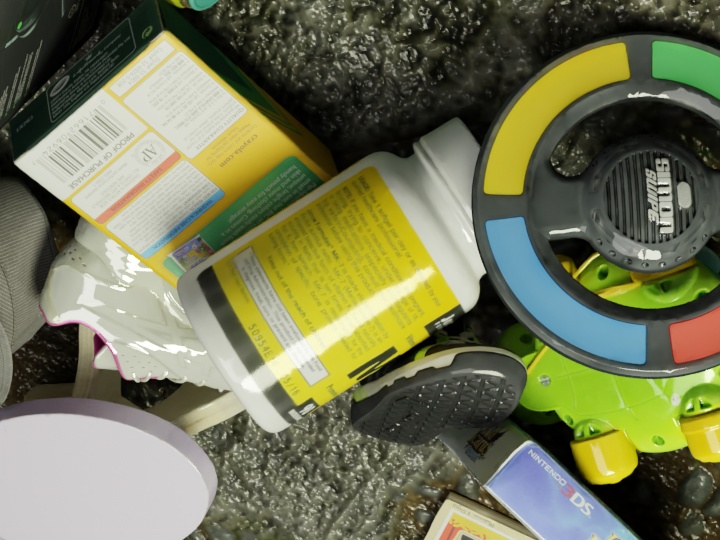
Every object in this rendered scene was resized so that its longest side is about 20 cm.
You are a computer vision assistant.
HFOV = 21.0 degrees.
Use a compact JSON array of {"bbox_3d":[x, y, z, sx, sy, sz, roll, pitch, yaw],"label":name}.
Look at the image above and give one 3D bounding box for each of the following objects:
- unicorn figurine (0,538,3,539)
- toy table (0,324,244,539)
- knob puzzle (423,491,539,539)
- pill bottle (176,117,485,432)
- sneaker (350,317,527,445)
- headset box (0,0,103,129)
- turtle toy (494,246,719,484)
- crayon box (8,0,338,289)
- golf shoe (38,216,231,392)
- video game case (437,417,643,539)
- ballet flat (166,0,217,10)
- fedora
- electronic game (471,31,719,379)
[{"bbox_3d":[-0.268,0.209,1.507,0.199,0.074,0.138,-5,112,9],"label":"unicorn figurine"},{"bbox_3d":[-0.179,0.117,1.367,0.199,0.117,0.184,6,125,17],"label":"toy table"},{"bbox_3d":[0.109,0.271,1.410,0.219,0.030,0.220,11,126,15],"label":"knob puzzle"},{"bbox_3d":[0.000,0.000,1.168,0.200,0.114,0.114,-33,109,2],"label":"pill bottle"},{"bbox_3d":[0.044,0.054,1.221,0.072,0.083,0.200,20,161,-19],"label":"sneaker"},{"bbox_3d":[-0.217,-0.181,1.126,0.093,0.200,0.174,25,129,4],"label":"headset box"},{"bbox_3d":[0.159,0.050,1.190,0.200,0.101,0.146,-17,92,34],"label":"turtle toy"},{"bbox_3d":[-0.102,-0.062,1.202,0.126,0.052,0.200,-39,126,14],"label":"crayon box"},{"bbox_3d":[-0.127,0.045,1.301,0.200,0.075,0.092,39,91,-16],"label":"golf shoe"},{"bbox_3d":[0.144,0.169,1.240,0.200,0.181,0.045,44,88,-10],"label":"video game case"},{"bbox_3d":[-0.091,-0.242,1.123,0.067,0.067,0.200,41,133,20],"label":"ballet flat"},{"bbox_3d":[-0.262,-0.004,1.317,0.177,0.090,0.200,46,146,20],"label":"fedora"},{"bbox_3d":[0.162,-0.038,1.094,0.200,0.200,0.042,24,170,6],"label":"electronic game"}]
